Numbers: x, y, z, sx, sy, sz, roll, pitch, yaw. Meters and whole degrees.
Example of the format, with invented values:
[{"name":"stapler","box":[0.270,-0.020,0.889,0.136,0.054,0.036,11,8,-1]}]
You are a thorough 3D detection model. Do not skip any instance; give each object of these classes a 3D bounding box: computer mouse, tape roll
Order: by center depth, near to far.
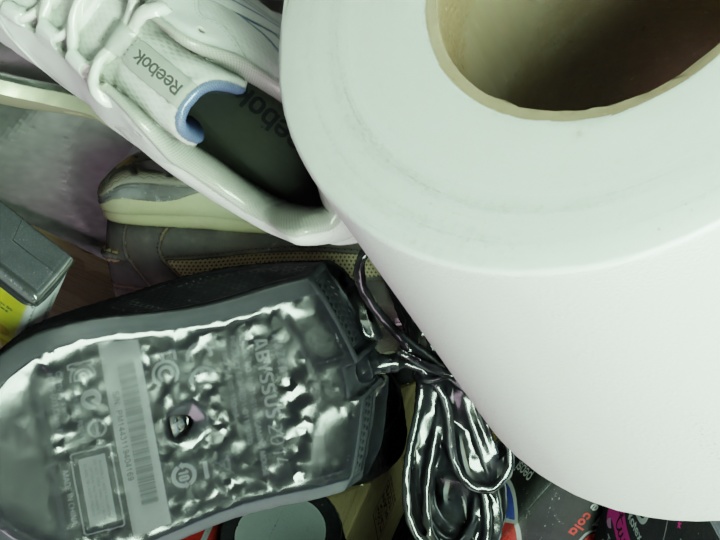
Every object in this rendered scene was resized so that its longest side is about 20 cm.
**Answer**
[{"name":"tape roll","box":[0.093,-0.047,0.831,0.202,0.204,0.139,-7,144,23]},{"name":"computer mouse","box":[-0.048,0.049,0.999,0.199,0.139,0.053,-8,-164,-15]}]

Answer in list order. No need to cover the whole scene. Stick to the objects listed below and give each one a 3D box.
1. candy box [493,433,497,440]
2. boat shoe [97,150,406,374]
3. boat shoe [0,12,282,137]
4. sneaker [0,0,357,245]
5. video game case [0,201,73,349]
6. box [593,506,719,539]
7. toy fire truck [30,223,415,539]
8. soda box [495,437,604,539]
[{"name":"candy box","box":[0.071,0.128,1.313,0.116,0.057,0.200,14,151,-14]},{"name":"boat shoe","box":[0.000,0.000,1.055,0.199,0.074,0.074,7,-164,13]},{"name":"boat shoe","box":[-0.104,-0.081,0.971,0.200,0.063,0.074,14,-177,8]},{"name":"sneaker","box":[-0.067,-0.078,0.886,0.199,0.075,0.087,34,-168,0]},{"name":"video game case","box":[-0.205,-0.018,1.046,0.200,0.026,0.181,38,149,3]},{"name":"box","box":[0.181,0.146,1.066,0.131,0.200,0.115,2,125,-18]},{"name":"toy fire truck","box":[-0.077,0.060,1.117,0.199,0.177,0.129,11,142,19]},{"name":"soda box","box":[0.068,0.121,1.186,0.071,0.063,0.200,31,110,-22]}]
